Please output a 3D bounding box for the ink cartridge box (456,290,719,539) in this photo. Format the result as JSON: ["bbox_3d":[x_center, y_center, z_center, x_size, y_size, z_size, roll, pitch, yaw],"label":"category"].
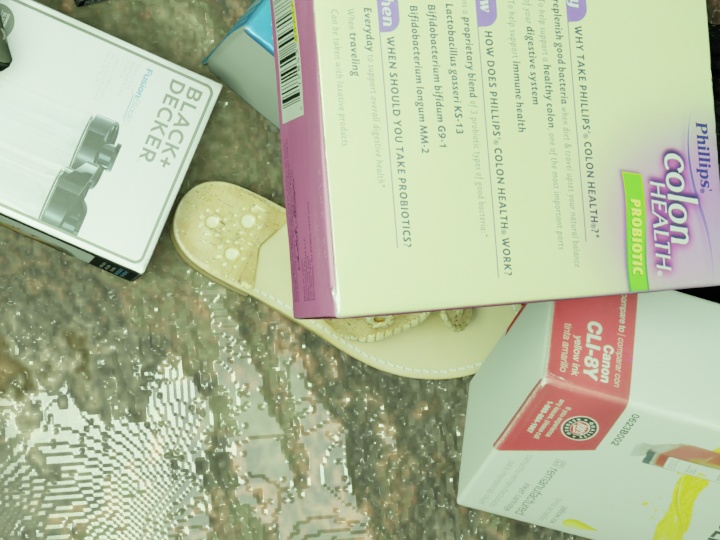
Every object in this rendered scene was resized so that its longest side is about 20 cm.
[{"bbox_3d":[0.170,0.087,1.267,0.199,0.145,0.084,15,54,-10],"label":"ink cartridge box"}]

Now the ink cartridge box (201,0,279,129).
[{"bbox_3d":[0.040,-0.150,1.268,0.147,0.145,0.200,39,79,-6],"label":"ink cartridge box"}]

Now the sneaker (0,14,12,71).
[{"bbox_3d":[-0.215,-0.141,1.196,0.090,0.066,0.201,20,86,-12],"label":"sneaker"}]

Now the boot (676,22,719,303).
[{"bbox_3d":[0.192,-0.043,1.255,0.079,0.158,0.212,-26,120,-15],"label":"boot"}]

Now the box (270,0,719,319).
[{"bbox_3d":[0.065,-0.071,1.146,0.199,0.097,0.177,-5,90,-14],"label":"box"}]

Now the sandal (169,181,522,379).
[{"bbox_3d":[-0.002,0.006,1.285,0.211,0.070,0.078,21,82,-9],"label":"sandal"}]

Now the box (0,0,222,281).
[{"bbox_3d":[-0.187,-0.086,1.259,0.200,0.060,0.117,25,81,-9],"label":"box"}]

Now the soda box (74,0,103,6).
[{"bbox_3d":[-0.121,-0.193,1.210,0.063,0.200,0.071,-18,89,-13],"label":"soda box"}]
